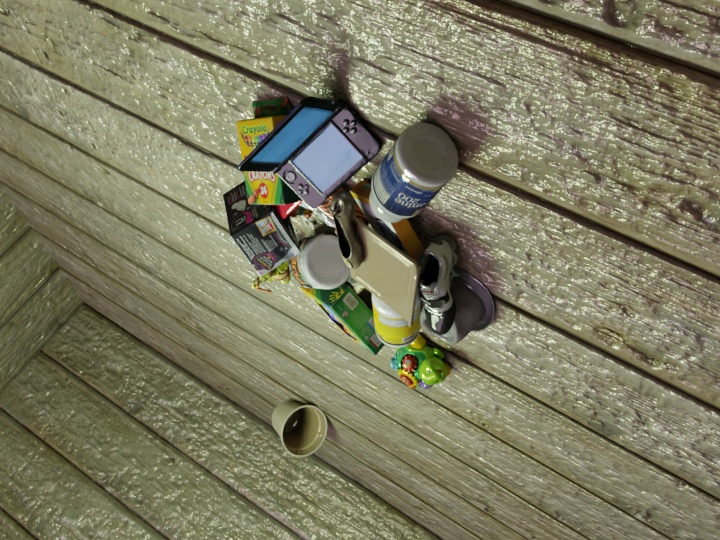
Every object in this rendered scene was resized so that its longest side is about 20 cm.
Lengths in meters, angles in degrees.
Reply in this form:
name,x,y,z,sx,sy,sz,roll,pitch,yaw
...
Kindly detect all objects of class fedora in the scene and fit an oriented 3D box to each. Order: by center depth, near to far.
name,x,y,z,sx,sy,sz,roll,pitch,yaw
fedora,0.188,0.088,1.547,0.175,0.091,0.201,35,154,7

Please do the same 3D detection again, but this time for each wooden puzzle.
name,x,y,z,sx,sy,sz,roll,pitch,yaw
wooden puzzle,0.049,-0.003,1.479,0.200,0.037,0.187,42,151,27

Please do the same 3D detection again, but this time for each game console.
name,x,y,z,sx,sy,sz,roll,pitch,yaw
game console,-0.088,-0.204,1.309,0.199,0.119,0.171,-37,108,29

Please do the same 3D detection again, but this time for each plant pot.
name,x,y,z,sx,sy,sz,roll,pitch,yaw
plant pot,-0.257,0.601,2.865,0.201,0.201,0.183,51,163,-26

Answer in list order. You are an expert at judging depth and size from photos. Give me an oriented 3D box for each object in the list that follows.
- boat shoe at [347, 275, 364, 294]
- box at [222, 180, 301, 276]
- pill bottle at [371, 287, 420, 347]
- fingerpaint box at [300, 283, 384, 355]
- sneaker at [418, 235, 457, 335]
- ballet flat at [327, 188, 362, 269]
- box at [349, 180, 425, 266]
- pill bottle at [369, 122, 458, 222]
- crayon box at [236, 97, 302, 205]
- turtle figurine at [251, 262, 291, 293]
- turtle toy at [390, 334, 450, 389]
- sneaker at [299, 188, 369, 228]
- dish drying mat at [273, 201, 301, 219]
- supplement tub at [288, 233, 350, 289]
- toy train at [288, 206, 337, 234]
name,x,y,z,sx,sy,sz,roll,pitch,yaw
boat shoe,0.000,0.000,1.670,0.064,0.074,0.200,33,154,-2
box,-0.224,-0.106,1.635,0.133,0.113,0.201,58,-174,-36
pill bottle,0.082,0.079,1.647,0.111,0.113,0.202,27,151,21
fingerpaint box,-0.037,0.103,1.820,0.200,0.074,0.166,49,167,-34
sneaker,0.141,0.039,1.431,0.073,0.088,0.204,10,113,33
ballet flat,-0.033,-0.074,1.441,0.067,0.046,0.202,41,153,33
box,0.064,-0.082,1.461,0.119,0.041,0.201,33,162,54
pill bottle,0.083,-0.159,1.264,0.110,0.112,0.200,38,154,-2
crayon box,-0.185,-0.235,1.451,0.126,0.050,0.204,6,107,47
turtle figurine,-0.195,0.003,1.840,0.196,0.066,0.161,-8,166,6
turtle toy,0.150,0.239,1.827,0.146,0.102,0.199,46,153,-17
sneaker,-0.061,-0.162,1.487,0.197,0.078,0.113,23,139,1
dish drying mat,-0.128,-0.180,1.464,0.199,0.018,0.078,-36,84,48
supplement tub,-0.098,-0.020,1.683,0.122,0.123,0.200,43,167,-12
toy train,-0.098,-0.121,1.622,0.198,0.056,0.151,5,138,48
